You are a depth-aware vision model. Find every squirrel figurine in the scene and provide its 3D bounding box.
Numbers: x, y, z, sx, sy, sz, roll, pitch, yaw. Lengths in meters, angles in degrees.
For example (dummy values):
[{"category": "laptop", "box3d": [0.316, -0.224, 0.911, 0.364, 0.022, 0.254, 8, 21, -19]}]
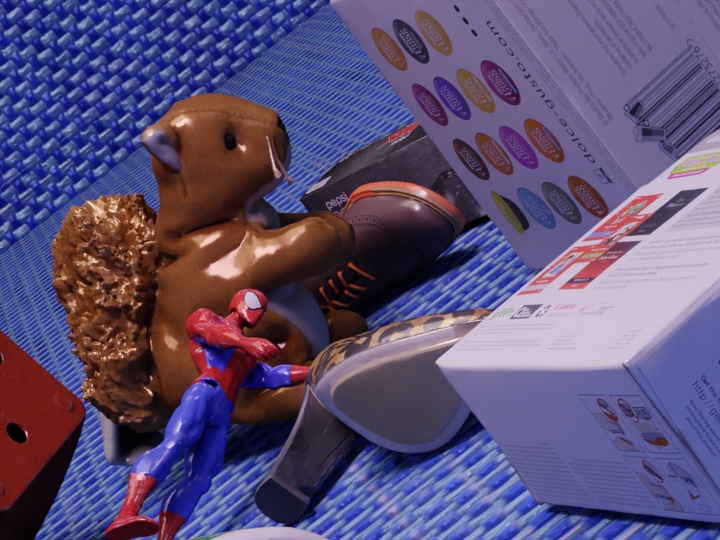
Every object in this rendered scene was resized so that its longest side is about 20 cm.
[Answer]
[{"category": "squirrel figurine", "box3d": [-0.104, -0.007, 1.753, 0.199, 0.187, 0.142, -13, 15, 17]}]

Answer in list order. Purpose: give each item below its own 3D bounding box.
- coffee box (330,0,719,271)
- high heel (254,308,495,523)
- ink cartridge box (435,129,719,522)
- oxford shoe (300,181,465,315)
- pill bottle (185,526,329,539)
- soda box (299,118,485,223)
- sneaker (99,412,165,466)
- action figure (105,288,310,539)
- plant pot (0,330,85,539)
[{"category": "coffee box", "box3d": [0.142, -0.141, 1.597, 0.200, 0.200, 0.198, -41, 10, -18]}, {"category": "high heel", "box3d": [0.026, 0.040, 1.527, 0.200, 0.071, 0.143, -40, 12, 41]}, {"category": "ink cartridge box", "box3d": [0.151, 0.015, 1.196, 0.175, 0.084, 0.200, -40, 11, -16]}, {"category": "oxford shoe", "box3d": [0.000, 0.000, 1.870, 0.200, 0.071, 0.073, -31, 30, 56]}, {"category": "pill bottle", "box3d": [-0.076, 0.168, 1.197, 0.113, 0.113, 0.200, -42, 11, -28]}, {"category": "soda box", "box3d": [0.052, -0.065, 1.923, 0.200, 0.071, 0.063, -25, 15, 49]}, {"category": "sneaker", "box3d": [-0.107, 0.057, 1.879, 0.200, 0.076, 0.092, -50, 31, 37]}, {"category": "action figure", "box3d": [-0.065, 0.079, 1.606, 0.099, 0.065, 0.200, -12, 40, 25]}, {"category": "plant pot", "box3d": [-0.283, 0.121, 1.747, 0.176, 0.200, 0.200, -48, 3, 31]}]
